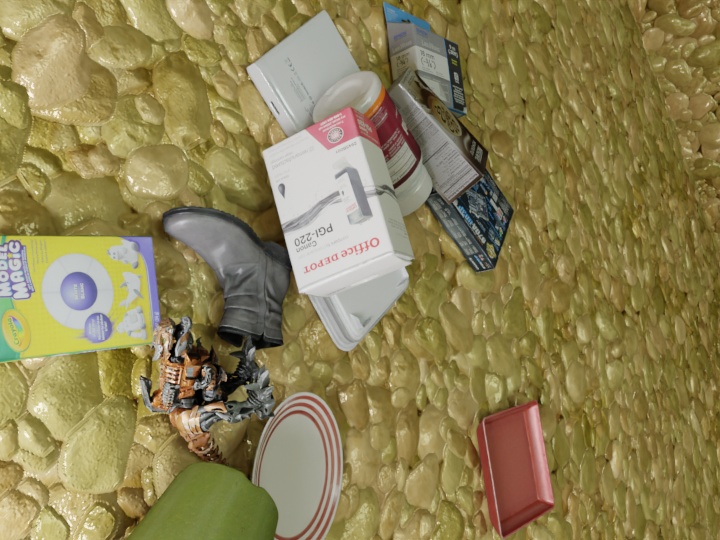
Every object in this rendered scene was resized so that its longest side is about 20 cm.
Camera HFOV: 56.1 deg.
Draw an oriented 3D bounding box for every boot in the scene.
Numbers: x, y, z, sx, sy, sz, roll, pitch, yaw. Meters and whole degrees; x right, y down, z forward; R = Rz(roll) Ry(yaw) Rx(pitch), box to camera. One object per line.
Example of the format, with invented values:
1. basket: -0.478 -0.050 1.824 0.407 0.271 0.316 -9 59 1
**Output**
1. boot: -0.157 0.014 0.814 0.198 0.069 0.135 26 60 -39

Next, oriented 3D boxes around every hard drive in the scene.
1. hard drive: -0.075 -0.291 1.016 0.133 0.026 0.201 56 46 -21

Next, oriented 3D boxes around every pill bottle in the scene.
1. pill bottle: 0.024 -0.182 1.010 0.201 0.112 0.116 52 47 -36

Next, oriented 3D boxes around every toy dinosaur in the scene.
1. toy dinosaur: -0.172 0.138 0.756 0.133 0.203 0.103 -17 49 -18

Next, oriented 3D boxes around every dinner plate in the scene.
1. dinner plate: -0.080 0.256 0.846 0.199 0.024 0.206 10 79 -61

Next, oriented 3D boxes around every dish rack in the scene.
1. dish rack: 0.000 0.000 1.011 0.200 0.043 0.174 -44 112 -45

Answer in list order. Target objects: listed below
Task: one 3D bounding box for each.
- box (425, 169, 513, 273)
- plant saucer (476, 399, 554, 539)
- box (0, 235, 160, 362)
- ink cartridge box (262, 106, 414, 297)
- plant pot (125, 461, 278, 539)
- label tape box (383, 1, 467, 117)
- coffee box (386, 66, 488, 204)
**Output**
1. box: 0.207 -0.123 1.265 0.201 0.045 0.161 48 49 -28
2. plant saucer: 0.277 0.353 1.227 0.197 0.036 0.205 -2 81 -48
3. box: -0.300 0.025 0.674 0.197 0.048 0.121 -4 83 -46
4. ink cartridge box: -0.030 -0.084 0.881 0.084 0.143 0.205 9 62 -66
5. plant pot: -0.168 0.304 0.664 0.202 0.197 0.191 54 34 -22
6. label tape box: 0.118 -0.384 1.224 0.142 0.062 0.205 1 79 -48
7. coffee box: 0.115 -0.222 1.110 0.200 0.080 0.114 44 30 -12
